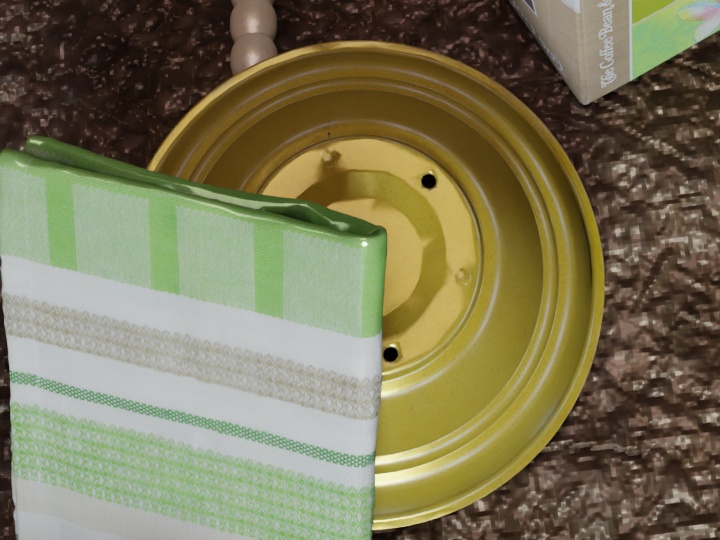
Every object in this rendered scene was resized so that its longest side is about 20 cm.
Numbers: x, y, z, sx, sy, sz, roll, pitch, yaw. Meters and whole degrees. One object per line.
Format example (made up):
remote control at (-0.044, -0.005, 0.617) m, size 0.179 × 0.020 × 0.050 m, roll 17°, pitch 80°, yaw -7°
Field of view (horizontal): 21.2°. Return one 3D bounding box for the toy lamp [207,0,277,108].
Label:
toy lamp at (-0.046, -0.113, 0.849) m, size 0.058 × 0.058 × 0.201 m, roll -5°, pitch 67°, yaw 7°

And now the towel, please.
towel at (-0.062, 0.051, 0.717) m, size 0.148 × 0.201 × 0.031 m, roll 13°, pitch 34°, yaw 13°

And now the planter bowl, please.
planter bowl at (0.000, 0.000, 0.746) m, size 0.199 × 0.083 × 0.202 m, roll 0°, pitch 84°, yaw 0°

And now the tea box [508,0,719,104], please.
tea box at (0.122, -0.218, 0.823) m, size 0.196 × 0.134 × 0.200 m, roll -31°, pitch 66°, yaw -4°
